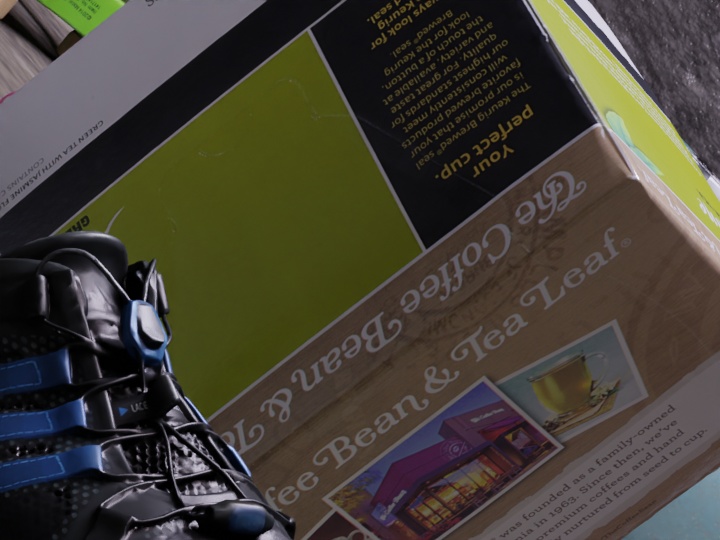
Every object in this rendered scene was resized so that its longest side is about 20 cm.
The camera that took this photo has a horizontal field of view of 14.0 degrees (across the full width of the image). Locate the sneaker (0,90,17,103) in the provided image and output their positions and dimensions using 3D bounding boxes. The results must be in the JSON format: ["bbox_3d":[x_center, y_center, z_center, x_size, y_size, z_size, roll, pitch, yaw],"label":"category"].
[{"bbox_3d":[-0.065,-0.009,1.162,0.199,0.089,0.081,25,-6,12],"label":"sneaker"}]

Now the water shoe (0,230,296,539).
[{"bbox_3d":[-0.069,0.032,0.666,0.200,0.079,0.071,26,13,40],"label":"water shoe"}]

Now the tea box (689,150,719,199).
[{"bbox_3d":[0.200,-0.056,2.578,0.197,0.200,0.134,47,7,-1],"label":"tea box"}]

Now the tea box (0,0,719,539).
[{"bbox_3d":[0.000,0.000,0.906,0.134,0.200,0.197,41,17,-45],"label":"tea box"}]

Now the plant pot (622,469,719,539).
[{"bbox_3d":[0.149,0.136,1.261,0.196,0.200,0.200,41,4,20],"label":"plant pot"}]

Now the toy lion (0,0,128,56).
[{"bbox_3d":[-0.198,-0.187,1.488,0.192,0.069,0.200,42,3,30],"label":"toy lion"}]
